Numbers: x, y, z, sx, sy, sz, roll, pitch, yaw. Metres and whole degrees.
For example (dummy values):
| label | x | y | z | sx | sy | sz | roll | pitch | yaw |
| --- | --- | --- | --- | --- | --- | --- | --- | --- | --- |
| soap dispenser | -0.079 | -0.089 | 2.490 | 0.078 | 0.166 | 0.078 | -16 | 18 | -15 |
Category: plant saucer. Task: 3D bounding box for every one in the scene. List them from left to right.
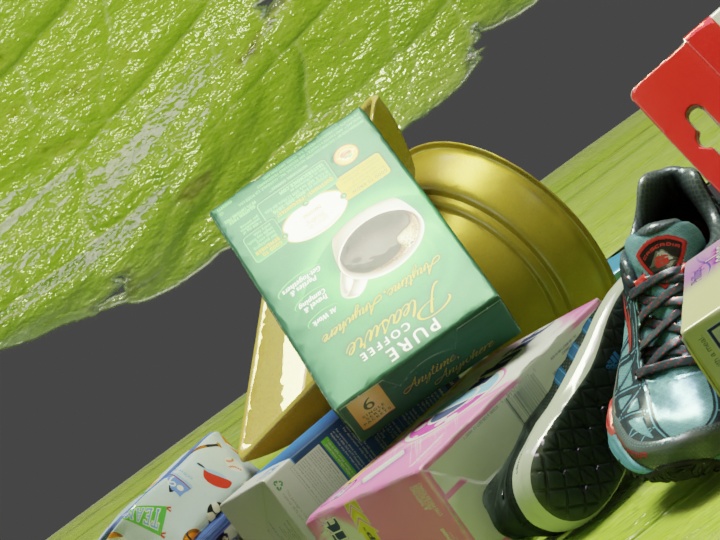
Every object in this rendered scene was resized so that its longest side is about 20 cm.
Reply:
| label | x | y | z | sx | sy | sz | roll | pitch | yaw |
| --- | --- | --- | --- | --- | --- | --- | --- | --- | --- |
| plant saucer | -0.017 | 0.013 | 1.685 | 0.200 | 0.048 | 0.201 | 133 | 149 | -57 |

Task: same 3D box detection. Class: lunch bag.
| label | x | y | z | sx | sy | sz | roll | pitch | yaw |
| --- | --- | --- | --- | --- | --- | --- | --- | --- | --- |
| lunch bag | -0.136 | 0.210 | 1.738 | 0.200 | 0.075 | 0.160 | -58 | -11 | 32 |

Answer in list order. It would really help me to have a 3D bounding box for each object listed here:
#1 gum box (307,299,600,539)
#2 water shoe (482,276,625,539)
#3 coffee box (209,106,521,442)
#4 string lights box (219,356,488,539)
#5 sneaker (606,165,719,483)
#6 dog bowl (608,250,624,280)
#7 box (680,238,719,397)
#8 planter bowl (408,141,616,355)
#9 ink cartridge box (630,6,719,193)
| label | x | y | z | sx | sy | sz | roll | pitch | yaw |
| --- | --- | --- | --- | --- | --- | --- | --- | --- | --- |
| gum box | 0.076 | 0.103 | 1.467 | 0.200 | 0.066 | 0.113 | -40 | 6 | -40 |
| water shoe | 0.131 | 0.064 | 1.383 | 0.200 | 0.072 | 0.079 | -49 | 9 | -32 |
| coffee box | 0.000 | 0.000 | 1.536 | 0.123 | 0.044 | 0.200 | -35 | 48 | -1 |
| string lights box | 0.018 | 0.125 | 1.561 | 0.200 | 0.103 | 0.059 | -38 | 3 | -39 |
| sneaker | 0.155 | 0.023 | 1.279 | 0.079 | 0.096 | 0.200 | -12 | 36 | 16 |
| dog bowl | 0.167 | 0.029 | 1.811 | 0.200 | 0.050 | 0.111 | -33 | 5 | 43 |
| box | 0.252 | -0.004 | 1.132 | 0.200 | 0.097 | 0.176 | -34 | 4 | 12 |
| planter bowl | 0.074 | 0.018 | 1.702 | 0.083 | 0.201 | 0.200 | -45 | 8 | -30 |
| ink cartridge box | 0.260 | -0.113 | 1.358 | 0.200 | 0.116 | 0.067 | -40 | -33 | 2 |
